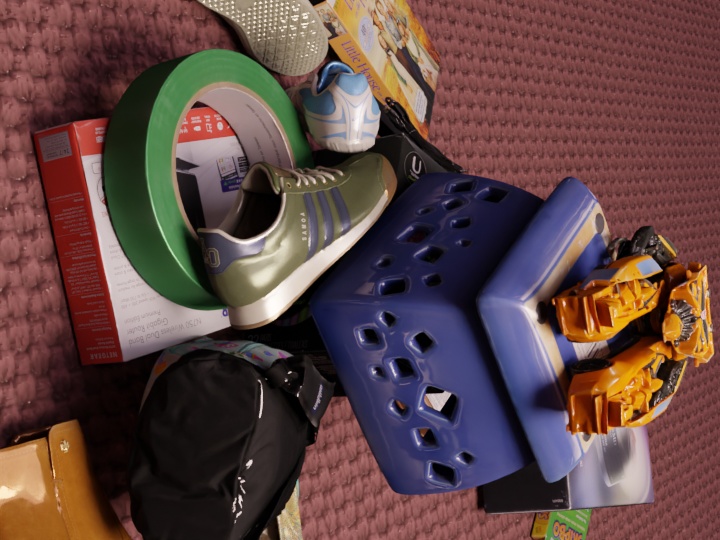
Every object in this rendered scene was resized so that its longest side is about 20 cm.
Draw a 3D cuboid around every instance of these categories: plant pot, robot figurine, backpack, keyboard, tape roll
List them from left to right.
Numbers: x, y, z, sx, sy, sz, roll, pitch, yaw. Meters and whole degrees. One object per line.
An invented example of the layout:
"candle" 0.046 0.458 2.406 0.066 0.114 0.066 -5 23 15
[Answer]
"tape roll" -0.112 -0.070 0.939 0.200 0.048 0.203 14 72 -53
"backpack" -0.097 0.118 0.893 0.200 0.126 0.168 -21 131 -79
"keyboard" 0.067 -0.111 1.170 0.200 0.021 0.127 44 -4 6
"plant pot" 0.107 0.047 0.947 0.200 0.179 0.201 -48 124 -42
"robot figurine" 0.210 0.047 0.886 0.199 0.058 0.146 -19 104 -50

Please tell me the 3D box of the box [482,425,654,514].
"box" 0.240 0.177 1.392 0.198 0.123 0.202 9 74 -49

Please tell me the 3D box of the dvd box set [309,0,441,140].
"dvd box set" 0.019 -0.245 1.239 0.200 0.029 0.147 51 36 -36

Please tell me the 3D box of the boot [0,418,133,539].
"boot" -0.190 0.178 0.855 0.201 0.070 0.145 2 76 -59

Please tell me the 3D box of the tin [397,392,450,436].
"tin" 0.066 0.089 1.258 0.201 0.042 0.112 58 38 -30

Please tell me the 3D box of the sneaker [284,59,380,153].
"sneaker" -0.027 -0.150 1.050 0.071 0.200 0.073 5 101 -18

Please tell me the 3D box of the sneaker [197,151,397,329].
"sneaker" -0.049 -0.051 0.912 0.200 0.067 0.090 -48 123 -33

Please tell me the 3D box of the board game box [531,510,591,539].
"board game box" 0.263 0.286 1.507 0.096 0.030 0.201 50 44 -36

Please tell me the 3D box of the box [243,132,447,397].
"box" 0.000 0.000 1.082 0.124 0.148 0.202 34 59 -46

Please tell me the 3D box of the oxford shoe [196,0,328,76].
"oxford shoe" -0.096 -0.242 1.069 0.200 0.075 0.058 33 22 -49

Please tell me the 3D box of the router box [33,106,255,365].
"router box" -0.154 -0.035 0.958 0.199 0.049 0.181 -19 99 -54

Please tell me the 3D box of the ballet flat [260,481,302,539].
"ballet flat" -0.084 0.206 1.006 0.070 0.070 0.202 -13 95 -54
